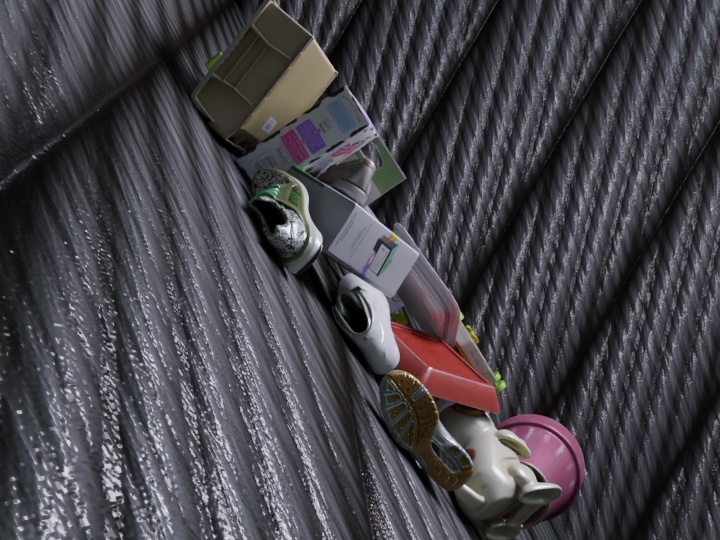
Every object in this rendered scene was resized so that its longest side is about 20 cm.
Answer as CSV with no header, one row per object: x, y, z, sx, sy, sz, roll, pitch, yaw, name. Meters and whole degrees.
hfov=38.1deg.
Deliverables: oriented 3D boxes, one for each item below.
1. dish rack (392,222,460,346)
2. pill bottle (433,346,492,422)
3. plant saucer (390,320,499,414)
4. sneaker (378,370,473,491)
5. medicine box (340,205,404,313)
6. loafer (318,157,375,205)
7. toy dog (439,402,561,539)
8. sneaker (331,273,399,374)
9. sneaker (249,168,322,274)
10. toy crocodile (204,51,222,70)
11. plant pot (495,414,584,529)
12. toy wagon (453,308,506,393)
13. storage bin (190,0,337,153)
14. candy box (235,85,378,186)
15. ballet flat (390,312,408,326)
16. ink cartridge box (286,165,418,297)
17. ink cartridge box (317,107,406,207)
0.094,0.034,1.768,0.201,0.043,0.172,55,-17,24,dish rack
0.166,0.229,1.878,0.112,0.112,0.200,53,7,-41,pill bottle
0.109,0.141,1.636,0.199,0.037,0.200,20,16,-41,plant saucer
0.074,0.215,1.424,0.201,0.075,0.088,59,-11,-21,sneaker
0.012,-0.038,2.076,0.182,0.103,0.201,52,8,-48,medicine box
-0.017,-0.136,1.584,0.072,0.063,0.200,33,-3,-14,loafer
0.180,0.301,1.621,0.193,0.140,0.201,7,39,-33,toy dog
-0.003,0.050,1.575,0.116,0.073,0.201,57,6,-44,sneaker
-0.114,-0.087,1.395,0.089,0.077,0.200,41,13,-43,sneaker
-0.195,-0.281,1.773,0.201,0.067,0.062,57,6,-4,toy crocodile
0.302,0.382,1.917,0.201,0.199,0.179,57,21,4,plant pot
0.199,0.141,1.875,0.156,0.039,0.200,58,3,-5,toy wagon
-0.143,-0.279,1.576,0.094,0.199,0.200,40,2,9,storage bin
-0.077,-0.188,1.597,0.072,0.199,0.168,57,6,3,candy box
0.050,0.111,1.791,0.067,0.067,0.200,37,14,-20,ballet flat
-0.025,-0.055,1.536,0.144,0.084,0.200,33,-1,37,ink cartridge box
-0.041,-0.151,1.705,0.146,0.199,0.048,57,7,6,ink cartridge box
